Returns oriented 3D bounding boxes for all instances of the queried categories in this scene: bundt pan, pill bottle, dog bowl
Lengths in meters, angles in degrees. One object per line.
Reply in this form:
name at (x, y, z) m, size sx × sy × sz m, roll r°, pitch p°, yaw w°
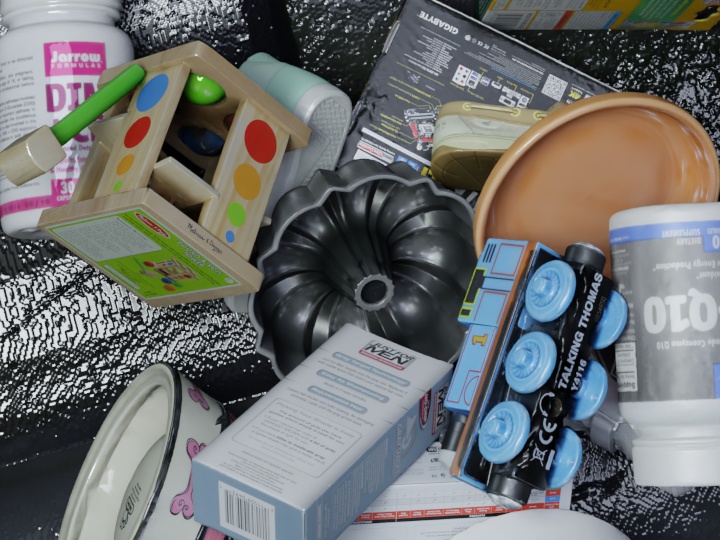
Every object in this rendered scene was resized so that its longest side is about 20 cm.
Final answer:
bundt pan at (0.000, 0.000, 1.565) m, size 0.200 × 0.076 × 0.204 m, roll -9°, pitch 121°, yaw -15°
pill bottle at (-0.231, -0.130, 1.577) m, size 0.112 × 0.113 × 0.202 m, roll -4°, pitch 85°, yaw -4°
dog bowl at (-0.156, 0.175, 1.520) m, size 0.073 × 0.200 × 0.202 m, roll 25°, pitch 83°, yaw -21°
pill bottle at (0.243, 0.055, 1.475) m, size 0.113 × 0.114 × 0.202 m, roll -3°, pitch 87°, yaw -4°

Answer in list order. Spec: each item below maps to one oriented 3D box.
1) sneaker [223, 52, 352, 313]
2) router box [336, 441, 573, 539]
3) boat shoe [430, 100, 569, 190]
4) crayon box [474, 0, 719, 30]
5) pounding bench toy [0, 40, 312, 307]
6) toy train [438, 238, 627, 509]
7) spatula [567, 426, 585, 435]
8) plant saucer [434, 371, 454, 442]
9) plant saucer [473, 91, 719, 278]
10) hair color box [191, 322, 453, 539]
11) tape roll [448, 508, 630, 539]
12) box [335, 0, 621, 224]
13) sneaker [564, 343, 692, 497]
sneaker at (-0.082, -0.074, 1.615) m, size 0.073 × 0.118 × 0.202 m, roll 5°, pitch 113°, yaw -44°
router box at (0.056, 0.216, 1.542) m, size 0.198 × 0.049 × 0.181 m, roll -2°, pitch 124°, yaw -7°
boat shoe at (0.153, -0.100, 1.575) m, size 0.198 × 0.074 × 0.067 m, roll 6°, pitch 59°, yaw -11°
crayon box at (0.196, -0.230, 1.610) m, size 0.198 × 0.126 × 0.052 m, roll 0°, pitch 84°, yaw -4°
pounding bench toy at (-0.157, -0.094, 1.475) m, size 0.200 × 0.124 × 0.157 m, roll 37°, pitch 59°, yaw -36°
toy train at (0.118, 0.073, 1.458) m, size 0.086 × 0.114 × 0.202 m, roll 27°, pitch 77°, yaw -36°
spatula at (0.248, 0.101, 1.633) m, size 0.198 × 0.021 × 0.057 m, roll -18°, pitch 108°, yaw -2°
plant saucer at (0.034, 0.170, 1.604) m, size 0.199 × 0.039 × 0.203 m, roll 0°, pitch 84°, yaw -5°
plant saucer at (0.176, -0.053, 1.528) m, size 0.198 × 0.038 × 0.202 m, roll -11°, pitch 129°, yaw -14°
hair color box at (-0.025, 0.124, 1.459) m, size 0.098 × 0.061 × 0.200 m, roll 21°, pitch 39°, yaw 26°
tape roll at (0.132, 0.279, 1.522) m, size 0.200 × 0.071 × 0.204 m, roll -5°, pitch 124°, yaw -7°
box at (0.093, -0.112, 1.631) m, size 0.199 × 0.049 × 0.161 m, roll 25°, pitch 86°, yaw -1°
sneaker at (0.172, 0.115, 1.583) m, size 0.114 × 0.075 × 0.201 m, roll -32°, pitch 62°, yaw -2°
